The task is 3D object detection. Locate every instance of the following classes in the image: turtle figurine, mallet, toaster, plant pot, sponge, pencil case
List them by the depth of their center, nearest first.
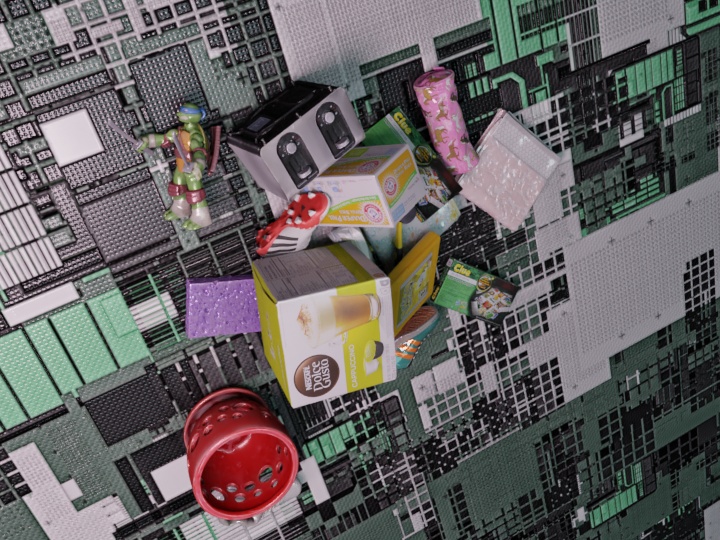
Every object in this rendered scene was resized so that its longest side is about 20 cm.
[{"bbox_3d":[-0.312,-0.165,1.135,0.143,0.200,0.195,5,116,10],"label":"turtle figurine"},{"bbox_3d":[-0.117,-0.226,1.180,0.181,0.200,0.119,-41,123,-14],"label":"toaster"},{"bbox_3d":[-0.229,0.064,1.324,0.198,0.030,0.113,-4,112,-24],"label":"sponge"},{"bbox_3d":[0.078,-0.048,1.329,0.041,0.066,0.201,-20,122,-24],"label":"mallet"},{"bbox_3d":[-0.237,0.341,1.338,0.199,0.182,0.202,-9,112,-21],"label":"plant pot"},{"bbox_3d":[0.166,-0.284,1.339,0.082,0.087,0.201,-21,120,5],"label":"pencil case"}]

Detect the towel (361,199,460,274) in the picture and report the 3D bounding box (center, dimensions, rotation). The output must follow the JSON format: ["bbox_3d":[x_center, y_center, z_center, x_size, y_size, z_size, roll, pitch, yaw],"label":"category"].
[{"bbox_3d":[0.096,-0.112,1.380,0.200,0.048,0.172,-40,125,-11],"label":"towel"}]

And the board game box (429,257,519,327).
[{"bbox_3d":[0.253,0.050,1.533,0.199,0.023,0.105,21,101,-30],"label":"board game box"}]

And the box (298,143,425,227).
[{"bbox_3d":[-0.003,-0.148,1.230,0.113,0.199,0.102,-47,126,-36],"label":"box"}]

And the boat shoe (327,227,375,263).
[{"bbox_3d":[0.000,0.000,1.362,0.064,0.075,0.203,-23,116,-1],"label":"boat shoe"}]

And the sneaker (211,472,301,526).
[{"bbox_3d":[-0.210,0.488,1.455,0.198,0.099,0.079,-12,114,-20],"label":"sneaker"}]

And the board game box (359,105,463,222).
[{"bbox_3d":[0.094,-0.200,1.316,0.105,0.023,0.200,-39,93,-11],"label":"board game box"}]

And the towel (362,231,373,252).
[{"bbox_3d":[-0.004,-0.072,1.381,0.085,0.018,0.202,10,105,-28],"label":"towel"}]

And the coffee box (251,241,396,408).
[{"bbox_3d":[-0.068,0.087,1.228,0.196,0.200,0.201,-12,114,-17],"label":"coffee box"}]

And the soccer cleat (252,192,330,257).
[{"bbox_3d":[-0.112,-0.077,1.259,0.085,0.069,0.199,22,139,-40],"label":"soccer cleat"}]

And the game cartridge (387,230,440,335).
[{"bbox_3d":[0.088,0.044,1.373,0.200,0.032,0.177,-48,153,-35],"label":"game cartridge"}]

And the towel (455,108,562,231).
[{"bbox_3d":[0.311,-0.206,1.466,0.199,0.032,0.192,30,95,-30],"label":"towel"}]

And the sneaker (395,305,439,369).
[{"bbox_3d":[0.094,0.157,1.488,0.199,0.071,0.080,-38,124,0],"label":"sneaker"}]
